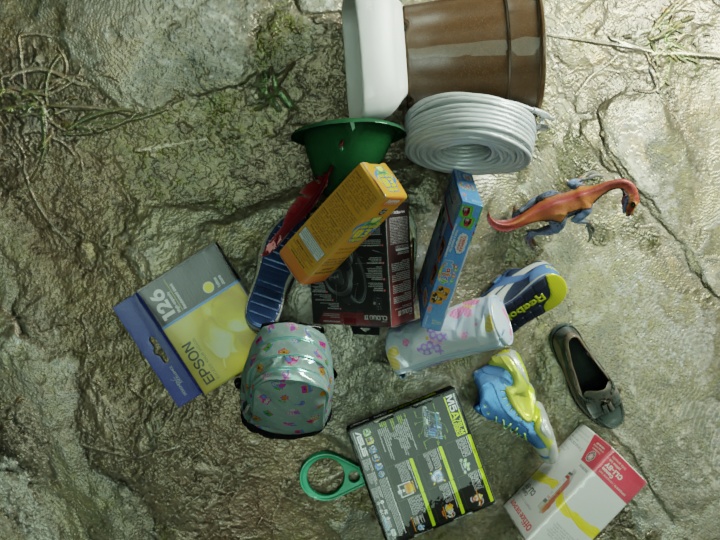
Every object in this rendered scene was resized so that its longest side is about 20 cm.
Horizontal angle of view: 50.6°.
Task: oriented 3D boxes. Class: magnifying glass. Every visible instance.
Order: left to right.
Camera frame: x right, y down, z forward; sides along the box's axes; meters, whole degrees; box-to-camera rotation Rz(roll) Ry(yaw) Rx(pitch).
[{"bbox_3d":[-0.003,0.341,1.259,0.197,0.022,0.081,1,95,-6],"label":"magnifying glass"}]

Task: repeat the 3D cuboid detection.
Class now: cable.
[{"bbox_3d":[0.161,-0.197,1.132,0.198,0.199,0.070,12,76,-28],"label":"cable"}]

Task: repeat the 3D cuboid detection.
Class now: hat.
[{"bbox_3d":[-0.025,-0.112,1.110,0.164,0.199,0.179,3,85,-41],"label":"hat"}]

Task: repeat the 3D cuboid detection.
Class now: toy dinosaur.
[{"bbox_3d":[0.329,-0.090,1.177,0.181,0.199,0.106,-26,85,43],"label":"toy dinosaur"}]

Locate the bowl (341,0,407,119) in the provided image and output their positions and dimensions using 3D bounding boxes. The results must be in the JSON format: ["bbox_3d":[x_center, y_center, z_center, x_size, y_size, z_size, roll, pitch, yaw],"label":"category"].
[{"bbox_3d":[0.020,-0.312,1.112,0.074,0.200,0.202,-5,96,-5],"label":"bowl"}]

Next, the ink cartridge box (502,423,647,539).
[{"bbox_3d":[0.338,0.362,1.223,0.083,0.145,0.200,43,91,-6],"label":"ink cartridge box"}]

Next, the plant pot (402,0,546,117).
[{"bbox_3d":[0.162,-0.322,1.135,0.196,0.200,0.203,-4,96,5],"label":"plant pot"}]

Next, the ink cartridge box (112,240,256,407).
[{"bbox_3d":[-0.260,0.089,1.207,0.199,0.047,0.199,-33,98,-3],"label":"ink cartridge box"}]

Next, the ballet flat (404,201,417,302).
[{"bbox_3d":[0.063,-0.027,1.205,0.068,0.071,0.203,-5,95,-10],"label":"ballet flat"}]

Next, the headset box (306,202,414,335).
[{"bbox_3d":[0.000,0.000,1.167,0.147,0.077,0.203,-1,97,34],"label":"headset box"}]

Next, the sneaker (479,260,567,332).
[{"bbox_3d":[0.236,0.051,1.230,0.199,0.083,0.074,-28,119,17],"label":"sneaker"}]

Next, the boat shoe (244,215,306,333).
[{"bbox_3d":[-0.134,0.004,1.190,0.072,0.072,0.202,24,67,-3],"label":"boat shoe"}]

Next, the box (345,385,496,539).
[{"bbox_3d":[0.098,0.316,1.237,0.191,0.048,0.202,-21,90,-8],"label":"box"}]

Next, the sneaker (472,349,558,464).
[{"bbox_3d":[0.247,0.234,1.250,0.104,0.076,0.202,-24,89,11],"label":"sneaker"}]

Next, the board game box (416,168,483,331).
[{"bbox_3d":[0.129,-0.033,1.141,0.036,0.152,0.202,15,114,-5],"label":"board game box"}]

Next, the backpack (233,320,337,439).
[{"bbox_3d":[-0.104,0.168,1.143,0.165,0.128,0.201,-1,138,-11],"label":"backpack"}]

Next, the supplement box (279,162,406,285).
[{"bbox_3d":[-0.027,-0.066,1.092,0.200,0.066,0.069,-47,70,29],"label":"supplement box"}]

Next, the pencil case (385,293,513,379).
[{"bbox_3d":[0.135,0.103,1.179,0.198,0.091,0.084,-22,118,24],"label":"pencil case"}]

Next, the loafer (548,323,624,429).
[{"bbox_3d":[0.376,0.182,1.251,0.071,0.063,0.201,-33,97,0],"label":"loafer"}]
